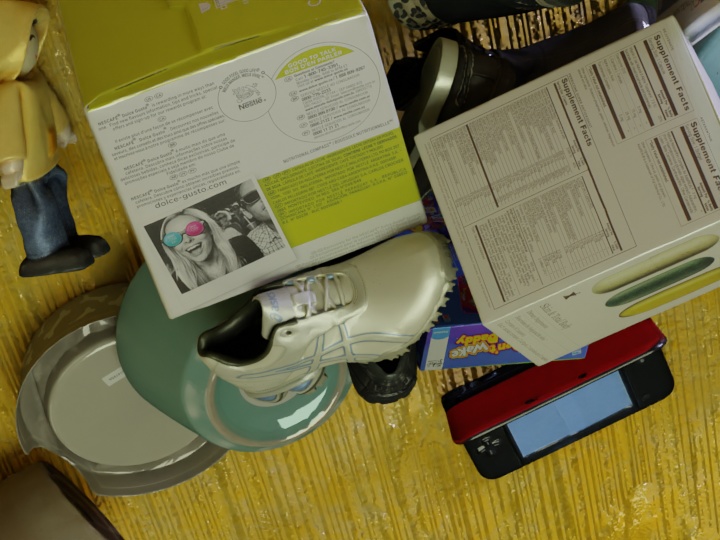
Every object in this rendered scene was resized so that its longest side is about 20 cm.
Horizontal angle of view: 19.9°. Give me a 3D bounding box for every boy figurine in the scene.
[{"bbox_3d":[-0.236,-0.100,1.490,0.064,0.124,0.201,-7,100,16],"label":"boy figurine"}]

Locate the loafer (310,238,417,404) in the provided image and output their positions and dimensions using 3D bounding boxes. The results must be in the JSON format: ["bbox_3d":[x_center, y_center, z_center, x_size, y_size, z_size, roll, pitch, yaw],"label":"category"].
[{"bbox_3d":[0.000,0.000,1.533,0.068,0.201,0.070,-14,161,-8],"label":"loafer"}]

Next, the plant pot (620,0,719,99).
[{"bbox_3d":[0.252,-0.134,1.603,0.141,0.141,0.200,25,110,-33],"label":"plant pot"}]

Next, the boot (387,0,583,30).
[{"bbox_3d":[0.128,-0.235,1.516,0.153,0.203,0.074,-6,109,38],"label":"boot"}]

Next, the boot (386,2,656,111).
[{"bbox_3d":[0.118,-0.152,1.546,0.131,0.070,0.200,20,141,-34],"label":"boot"}]

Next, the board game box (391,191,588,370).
[{"bbox_3d":[0.087,-0.009,1.603,0.134,0.200,0.045,-3,131,-15],"label":"board game box"}]

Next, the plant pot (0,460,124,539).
[{"bbox_3d":[-0.290,0.262,1.724,0.173,0.200,0.200,-43,130,-3],"label":"plant pot"}]

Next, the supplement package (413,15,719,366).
[{"bbox_3d":[0.171,-0.051,1.441,0.199,0.151,0.152,-25,160,13],"label":"supplement package"}]

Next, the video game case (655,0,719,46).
[{"bbox_3d":[0.244,-0.264,1.410,0.023,0.182,0.201,8,82,-8],"label":"video game case"}]

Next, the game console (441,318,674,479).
[{"bbox_3d":[0.183,0.124,1.797,0.199,0.119,0.173,-25,131,4],"label":"game console"}]

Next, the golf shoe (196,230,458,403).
[{"bbox_3d":[-0.026,0.031,1.444,0.200,0.079,0.097,-33,151,24],"label":"golf shoe"}]

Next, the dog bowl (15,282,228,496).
[{"bbox_3d":[-0.189,0.094,1.691,0.199,0.059,0.201,-9,129,-12],"label":"dog bowl"}]

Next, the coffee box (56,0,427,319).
[{"bbox_3d":[-0.088,-0.128,1.452,0.199,0.200,0.198,-20,131,-1],"label":"coffee box"}]

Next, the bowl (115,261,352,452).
[{"bbox_3d":[-0.082,0.063,1.602,0.200,0.105,0.201,-12,125,-17],"label":"bowl"}]

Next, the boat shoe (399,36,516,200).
[{"bbox_3d":[0.062,-0.099,1.526,0.060,0.072,0.201,11,153,-8],"label":"boat shoe"}]
